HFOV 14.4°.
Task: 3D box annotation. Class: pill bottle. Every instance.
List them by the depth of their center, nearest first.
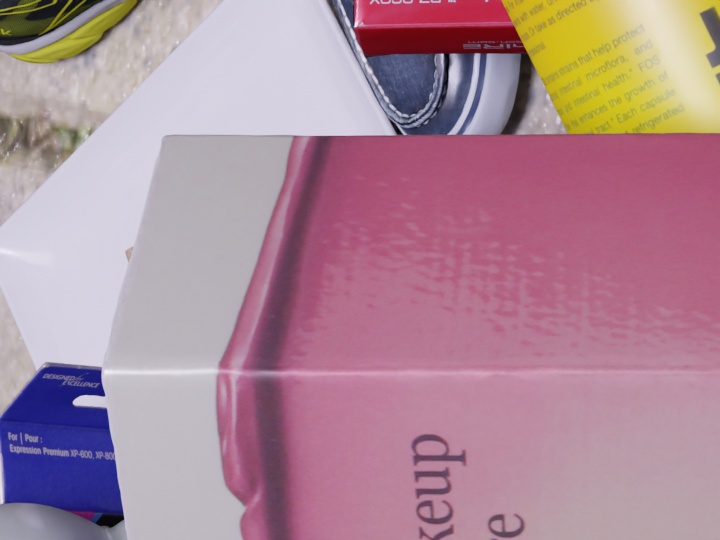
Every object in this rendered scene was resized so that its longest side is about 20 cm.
[{"bbox_3d":[0.100,-0.078,0.845,0.104,0.104,0.201,-27,91,36],"label":"pill bottle"}]

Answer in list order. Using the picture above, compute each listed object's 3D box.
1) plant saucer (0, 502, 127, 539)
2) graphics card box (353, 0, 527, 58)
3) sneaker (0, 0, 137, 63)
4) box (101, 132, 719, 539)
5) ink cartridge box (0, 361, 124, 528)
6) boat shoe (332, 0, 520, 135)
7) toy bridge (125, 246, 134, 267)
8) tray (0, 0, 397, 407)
[{"bbox_3d":[-0.058,0.138,0.974,0.050,0.200,0.200,-46,56,-2],"label":"plant saucer"},{"bbox_3d":[0.059,-0.173,0.928,0.124,0.051,0.202,0,86,4],"label":"graphics card box"},{"bbox_3d":[-0.096,-0.138,1.073,0.200,0.084,0.075,-35,67,34],"label":"sneaker"},{"bbox_3d":[0.041,0.043,0.762,0.198,0.109,0.129,-1,126,7],"label":"box"},{"bbox_3d":[-0.136,0.111,1.086,0.200,0.094,0.037,-49,55,27],"label":"ink cartridge box"},{"bbox_3d":[-0.010,-0.134,0.985,0.071,0.091,0.202,-21,80,46],"label":"boat shoe"},{"bbox_3d":[0.000,0.000,0.909,0.027,0.199,0.068,-32,66,37],"label":"toy bridge"},{"bbox_3d":[-0.061,-0.023,1.079,0.200,0.022,0.108,-42,63,31],"label":"tray"}]
